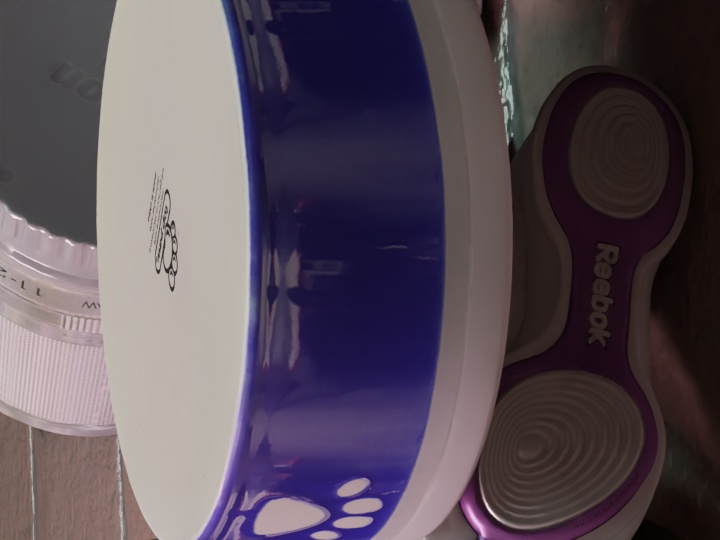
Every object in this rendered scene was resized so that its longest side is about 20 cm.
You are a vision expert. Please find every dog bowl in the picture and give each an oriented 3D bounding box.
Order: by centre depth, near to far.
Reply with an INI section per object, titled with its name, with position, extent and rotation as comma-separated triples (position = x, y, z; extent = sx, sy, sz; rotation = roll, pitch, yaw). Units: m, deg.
[dog bowl]
position = -0.027, -0.012, 0.594
extent = 0.200, 0.078, 0.203
rotation = 178, 90, -71

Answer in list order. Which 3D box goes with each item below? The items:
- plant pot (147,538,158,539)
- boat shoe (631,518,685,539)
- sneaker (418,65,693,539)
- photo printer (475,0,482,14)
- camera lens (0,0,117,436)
[plant pot]
position = -0.071, 0.213, 0.937
extent = 0.134, 0.200, 0.202
rotation = -36, 48, 22
[boat shoe]
position = 0.053, 0.129, 0.664
extent = 0.199, 0.076, 0.074
rotation = 3, 130, 44
[sneaker]
position = 0.064, 0.034, 0.644
extent = 0.100, 0.074, 0.202
rotation = 127, 163, -69
[photo printer]
position = -0.014, -0.205, 0.824
extent = 0.200, 0.069, 0.168
rotation = -120, 13, -57
[camera lens]
position = -0.122, -0.026, 0.872
extent = 0.200, 0.158, 0.161
rotation = 114, 149, -60
